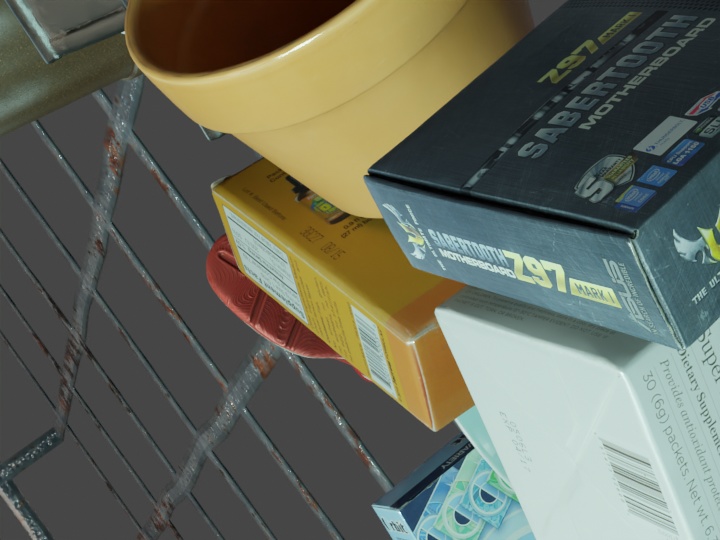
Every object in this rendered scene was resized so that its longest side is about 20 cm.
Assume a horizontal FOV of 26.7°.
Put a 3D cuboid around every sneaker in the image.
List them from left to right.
[{"bbox_3d":[-0.026,0.041,1.101,0.198,0.079,0.116,28,164,-6],"label":"sneaker"}]

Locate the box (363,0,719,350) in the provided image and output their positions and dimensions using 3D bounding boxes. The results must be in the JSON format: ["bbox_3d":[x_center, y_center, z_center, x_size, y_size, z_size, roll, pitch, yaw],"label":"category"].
[{"bbox_3d":[0.118,-0.066,0.555,0.157,0.200,0.051,18,144,58],"label":"box"}]

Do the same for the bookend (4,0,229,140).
[{"bbox_3d":[-0.121,-0.161,0.911,0.198,0.092,0.200,-13,119,36],"label":"bookend"}]

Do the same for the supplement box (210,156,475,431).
[{"bbox_3d":[0.000,0.000,0.805,0.200,0.066,0.069,39,153,45],"label":"supplement box"}]

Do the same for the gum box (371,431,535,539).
[{"bbox_3d":[0.127,0.176,0.923,0.201,0.169,0.044,58,158,-9],"label":"gum box"}]

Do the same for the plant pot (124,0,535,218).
[{"bbox_3d":[0.001,-0.122,0.758,0.199,0.200,0.140,27,161,50],"label":"plant pot"}]

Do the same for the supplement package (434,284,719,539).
[{"bbox_3d":[0.154,0.020,0.601,0.119,0.199,0.122,15,136,59],"label":"supplement package"}]

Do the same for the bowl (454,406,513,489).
[{"bbox_3d":[0.115,0.028,0.814,0.201,0.104,0.202,47,154,31],"label":"bowl"}]

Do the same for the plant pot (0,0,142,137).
[{"bbox_3d":[-0.261,-0.200,1.159,0.200,0.197,0.201,44,157,25],"label":"plant pot"}]
